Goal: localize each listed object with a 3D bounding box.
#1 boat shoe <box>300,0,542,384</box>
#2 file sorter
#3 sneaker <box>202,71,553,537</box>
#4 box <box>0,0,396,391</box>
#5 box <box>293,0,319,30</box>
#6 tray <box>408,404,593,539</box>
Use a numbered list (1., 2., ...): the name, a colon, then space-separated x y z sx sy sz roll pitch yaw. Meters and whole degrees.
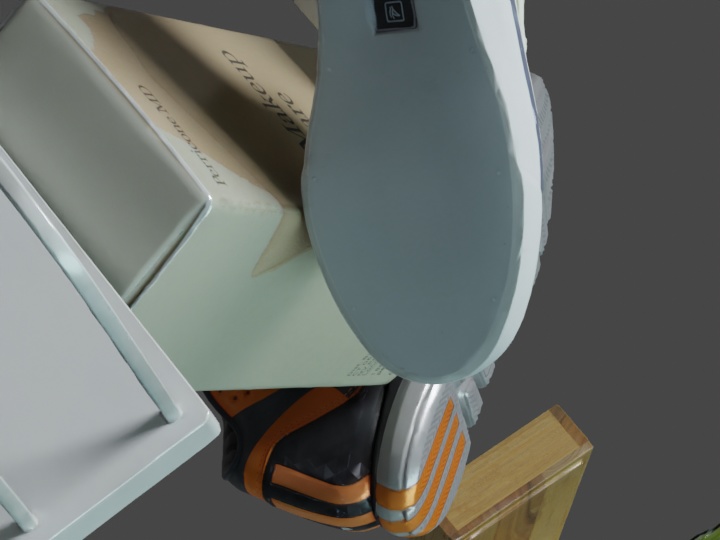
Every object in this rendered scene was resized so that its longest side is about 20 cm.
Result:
1. boat shoe: 0.021 -0.070 0.689 0.071 0.200 0.070 -2 -165 30
2. file sorter: -0.163 0.030 0.594 0.200 0.139 0.125 -37 156 -8
3. sneaker: 0.000 0.000 0.907 0.078 0.112 0.200 74 33 -50
4. box: -0.042 -0.019 0.762 0.078 0.095 0.200 -48 159 19
5. box: 0.052 -0.143 0.745 0.039 0.041 0.200 -10 145 -52
6. tray: 0.072 0.158 1.405 0.099 0.037 0.200 -32 157 -20
